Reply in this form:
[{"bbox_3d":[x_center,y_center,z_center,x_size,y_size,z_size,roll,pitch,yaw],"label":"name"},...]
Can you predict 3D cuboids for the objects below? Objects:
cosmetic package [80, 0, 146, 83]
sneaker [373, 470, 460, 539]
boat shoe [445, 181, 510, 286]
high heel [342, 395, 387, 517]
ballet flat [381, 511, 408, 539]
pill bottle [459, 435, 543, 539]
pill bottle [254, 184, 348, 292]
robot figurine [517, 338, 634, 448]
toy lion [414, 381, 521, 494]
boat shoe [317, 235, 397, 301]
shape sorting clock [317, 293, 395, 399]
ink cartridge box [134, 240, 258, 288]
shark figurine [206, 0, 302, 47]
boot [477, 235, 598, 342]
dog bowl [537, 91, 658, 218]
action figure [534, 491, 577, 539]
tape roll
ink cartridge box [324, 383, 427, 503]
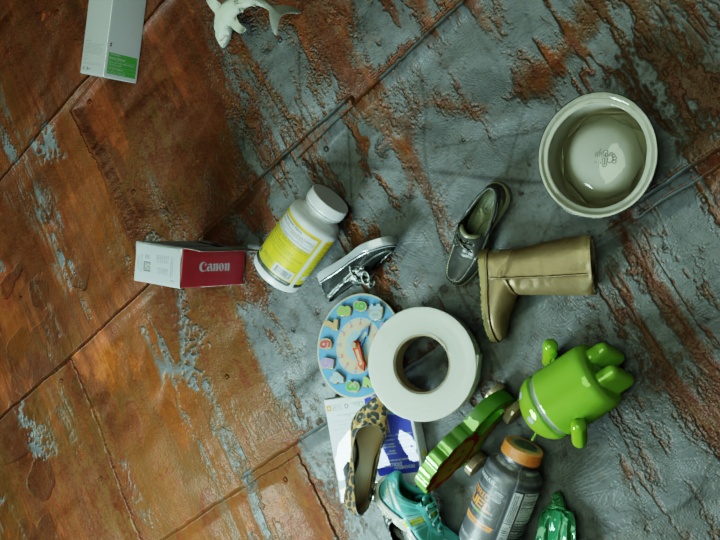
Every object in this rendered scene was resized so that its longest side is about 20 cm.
[{"bbox_3d":[-0.556,-0.534,2.096,0.084,0.107,0.203,15,100,31],"label":"cosmetic package"},{"bbox_3d":[0.112,0.445,1.686,0.199,0.078,0.080,40,115,2],"label":"sneaker"},{"bbox_3d":[0.197,-0.066,1.651,0.071,0.066,0.203,35,109,26],"label":"boat shoe"},{"bbox_3d":[0.016,0.338,1.685,0.070,0.143,0.203,13,113,-14],"label":"high heel"},{"bbox_3d":[0.091,0.518,1.738,0.066,0.057,0.202,-33,74,27],"label":"ballet flat"},{"bbox_3d":[0.249,0.390,1.606,0.105,0.106,0.203,25,103,29],"label":"pill bottle"},{"bbox_3d":[-0.113,-0.065,1.822,0.113,0.112,0.201,48,113,22],"label":"pill bottle"},{"bbox_3d":[0.346,0.200,1.533,0.199,0.115,0.177,-38,50,29],"label":"robot figurine"},{"bbox_3d":[0.178,0.294,1.598,0.069,0.191,0.201,42,111,24],"label":"toy lion"},{"bbox_3d":[-0.002,0.000,1.774,0.198,0.073,0.069,-29,72,30],"label":"boat shoe"},{"bbox_3d":[-0.005,0.144,1.785,0.197,0.039,0.204,-8,75,30],"label":"shape sorting clock"},{"bbox_3d":[-0.330,-0.012,1.908,0.173,0.199,0.085,8,96,33],"label":"ink cartridge box"},{"bbox_3d":[-0.230,-0.545,1.910,0.212,0.090,0.129,-3,123,40],"label":"shark figurine"},{"bbox_3d":[0.304,0.036,1.587,0.197,0.066,0.178,-4,104,25],"label":"boot"},{"bbox_3d":[0.395,-0.184,1.519,0.197,0.073,0.204,0,91,32],"label":"dog bowl"},{"bbox_3d":[0.334,0.481,1.585,0.117,0.054,0.204,-1,84,34],"label":"action figure"},{"bbox_3d":[0.117,0.167,1.672,0.199,0.071,0.206,-1,84,15],"label":"tape roll"},{"bbox_3d":[0.033,0.331,1.781,0.195,0.047,0.203,-13,86,31],"label":"ink cartridge box"}]
